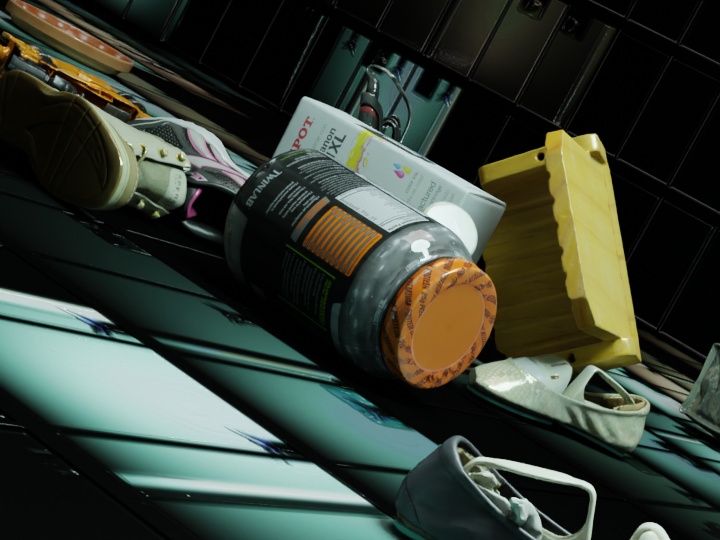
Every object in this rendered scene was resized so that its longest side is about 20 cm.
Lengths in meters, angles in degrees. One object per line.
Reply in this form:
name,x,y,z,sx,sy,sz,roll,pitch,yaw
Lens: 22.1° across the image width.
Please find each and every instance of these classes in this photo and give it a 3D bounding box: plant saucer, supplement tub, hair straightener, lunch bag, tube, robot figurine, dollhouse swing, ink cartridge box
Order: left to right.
plant saucer,-0.422,-0.333,2.669,0.200,0.032,0.200,28,6,-3
robot figurine,-0.279,-0.165,1.776,0.199,0.058,0.145,26,6,-33
supplement tub,0.000,0.000,1.363,0.200,0.123,0.122,35,8,41
ink cartridge box,0.005,-0.045,1.651,0.200,0.146,0.083,31,8,29
hair straightener,0.014,-0.094,1.748,0.041,0.201,0.077,-3,-9,38
tube,0.027,0.004,1.490,0.058,0.052,0.200,64,-31,6
dollhouse swing,0.150,-0.011,1.626,0.181,0.201,0.175,-15,-13,33
lunch bag,0.505,0.185,2.175,0.164,0.118,0.200,26,1,-28

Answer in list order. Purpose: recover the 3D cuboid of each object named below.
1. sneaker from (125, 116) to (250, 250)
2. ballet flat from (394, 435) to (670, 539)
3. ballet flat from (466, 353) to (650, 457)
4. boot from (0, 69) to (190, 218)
sneaker,-0.139,-0.071,1.563,0.199,0.081,0.086,25,15,20
ballet flat,0.112,0.145,0.918,0.199,0.073,0.073,30,6,10
ballet flat,0.171,0.102,1.581,0.200,0.063,0.067,24,8,-38
boot,-0.190,-0.082,1.443,0.154,0.072,0.200,27,5,-43
